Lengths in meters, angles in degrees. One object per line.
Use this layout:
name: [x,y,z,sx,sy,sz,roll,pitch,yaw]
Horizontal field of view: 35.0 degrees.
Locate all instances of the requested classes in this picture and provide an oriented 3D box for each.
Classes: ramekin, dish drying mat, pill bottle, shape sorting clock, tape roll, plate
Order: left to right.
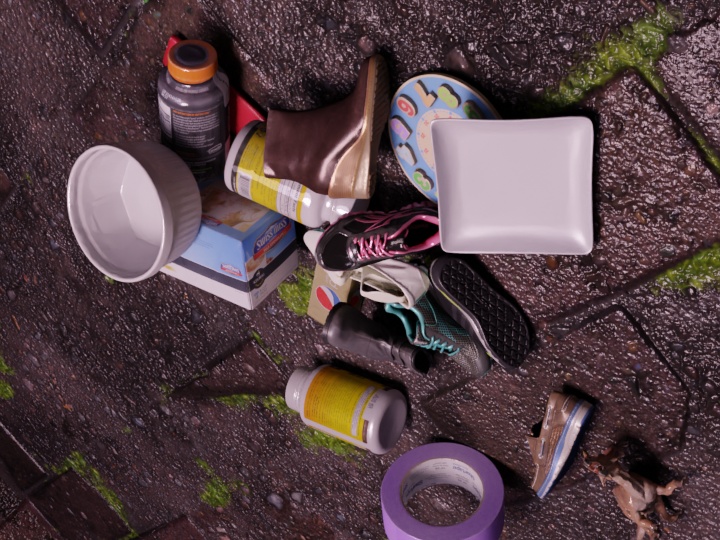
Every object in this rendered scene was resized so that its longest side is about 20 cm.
ramekin: [-0.322,-0.094,1.666,0.197,0.105,0.204,13,114,32]
pill bottle: [-0.242,-0.236,1.669,0.105,0.106,0.202,29,142,19]
dish drying mat: [-0.217,-0.267,1.719,0.200,0.018,0.077,42,143,3]
pill bottle: [-0.087,-0.130,1.639,0.198,0.112,0.112,25,139,13]
pill bottle: [-0.027,0.226,1.915,0.198,0.109,0.111,17,135,31]
tape roll: [0.132,0.372,1.824,0.198,0.200,0.066,20,137,29]
shape sorting clock: [0.115,-0.161,1.487,0.198,0.039,0.202,25,138,24]
plate: [0.191,-0.109,1.425,0.196,0.033,0.202,1,127,13]

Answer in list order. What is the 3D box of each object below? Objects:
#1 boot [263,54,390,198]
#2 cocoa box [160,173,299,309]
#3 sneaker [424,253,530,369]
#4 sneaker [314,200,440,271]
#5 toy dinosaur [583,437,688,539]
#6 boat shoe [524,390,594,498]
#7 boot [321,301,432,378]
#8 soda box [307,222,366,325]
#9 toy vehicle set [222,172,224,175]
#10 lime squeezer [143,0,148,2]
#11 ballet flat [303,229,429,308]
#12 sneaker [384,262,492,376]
boot: [-0.050,-0.199,1.521,0.164,0.072,0.203,15,111,18]
cocoa box: [-0.212,-0.055,1.766,0.198,0.133,0.133,21,134,28]
sneaker: [0.166,0.053,1.631,0.201,0.071,0.083,52,166,-7]
sneaker: [0.033,-0.043,1.546,0.095,0.197,0.080,-113,6,-76]
toy dinosaur: [0.388,0.314,1.638,0.135,0.086,0.201,33,158,32]
boat shoe: [0.285,0.252,1.689,0.072,0.072,0.202,33,131,22]
boot: [0.033,0.108,1.732,0.130,0.071,0.199,22,-179,27]
soda box: [-0.028,0.003,1.750,0.067,0.064,0.202,32,141,16]
toy vehicle set: [-0.193,-0.111,1.831,0.199,0.027,0.125,-21,108,50]
lime squeezer: [-0.401,-0.455,1.686,0.197,0.071,0.038,17,125,-12]
ballet flat: [0.000,0.000,1.620,0.197,0.070,0.070,21,138,12]
sneaker: [0.109,0.090,1.679,0.200,0.091,0.078,47,143,-2]
